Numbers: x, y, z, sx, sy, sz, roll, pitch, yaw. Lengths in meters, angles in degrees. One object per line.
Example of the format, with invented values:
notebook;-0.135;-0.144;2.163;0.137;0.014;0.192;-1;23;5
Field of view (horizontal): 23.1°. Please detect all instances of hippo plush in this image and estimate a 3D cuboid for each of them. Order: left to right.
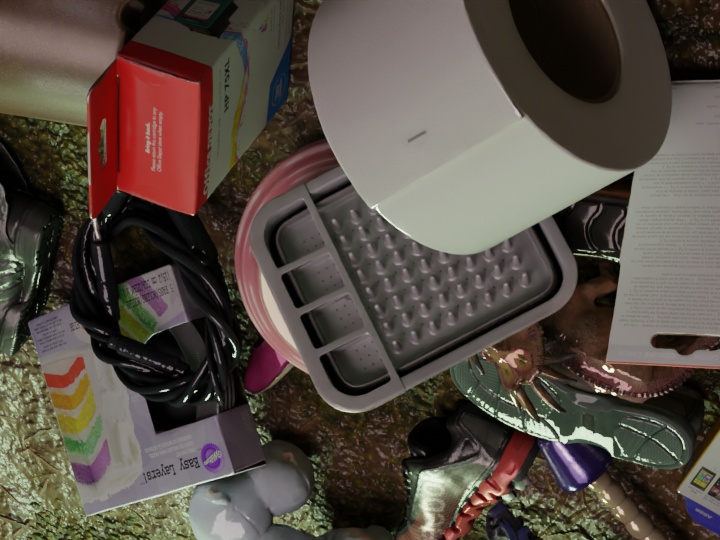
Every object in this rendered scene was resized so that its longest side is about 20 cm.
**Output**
hippo plush;-0.084;0.246;1.563;0.161;0.199;0.159;54;166;6

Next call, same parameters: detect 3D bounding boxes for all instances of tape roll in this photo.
tape roll;0.083;-0.128;1.123;0.139;0.203;0.203;-28;110;42

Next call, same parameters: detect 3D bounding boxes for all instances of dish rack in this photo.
dish rack;0.038;-0.005;1.237;0.173;0.199;0.044;63;-179;22

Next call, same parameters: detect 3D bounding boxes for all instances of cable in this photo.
cable;-0.169;0.029;1.423;0.163;0.051;0.201;-39;75;34

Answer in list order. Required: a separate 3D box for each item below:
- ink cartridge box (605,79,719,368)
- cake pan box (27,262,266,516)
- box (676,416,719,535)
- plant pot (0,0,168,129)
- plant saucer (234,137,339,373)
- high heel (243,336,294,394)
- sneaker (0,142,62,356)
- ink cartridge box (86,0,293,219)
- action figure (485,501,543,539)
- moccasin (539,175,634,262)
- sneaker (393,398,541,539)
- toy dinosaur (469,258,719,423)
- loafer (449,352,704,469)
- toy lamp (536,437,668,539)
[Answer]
ink cartridge box;0.228;-0.024;1.131;0.108;0.202;0.050;2;157;28
cake pan box;-0.183;0.101;1.507;0.199;0.052;0.186;-18;89;37
box;0.324;0.139;1.322;0.118;0.042;0.201;29;137;5
plant pot;-0.238;-0.193;1.263;0.196;0.201;0.202;15;132;8
plant saucer;0.000;0.000;1.326;0.198;0.051;0.203;2;110;6
high heel;-0.066;0.018;1.426;0.096;0.067;0.200;41;127;2
sneaker;-0.321;-0.022;1.533;0.103;0.060;0.201;26;129;6
ink cartridge box;-0.117;-0.124;1.236;0.067;0.201;0.117;18;133;14
action figure;0.154;0.296;1.476;0.193;0.201;0.105;-36;144;4
moccasin;0.226;-0.027;1.222;0.200;0.078;0.074;7;114;29
sneaker;0.069;0.176;1.469;0.098;0.071;0.201;35;132;-2
toy dinosaur;0.172;0.058;1.270;0.198;0.136;0.086;13;131;19
loafer;0.169;0.094;1.359;0.198;0.063;0.072;20;133;18
toy lamp;0.217;0.194;1.414;0.200;0.058;0.058;46;133;-16
